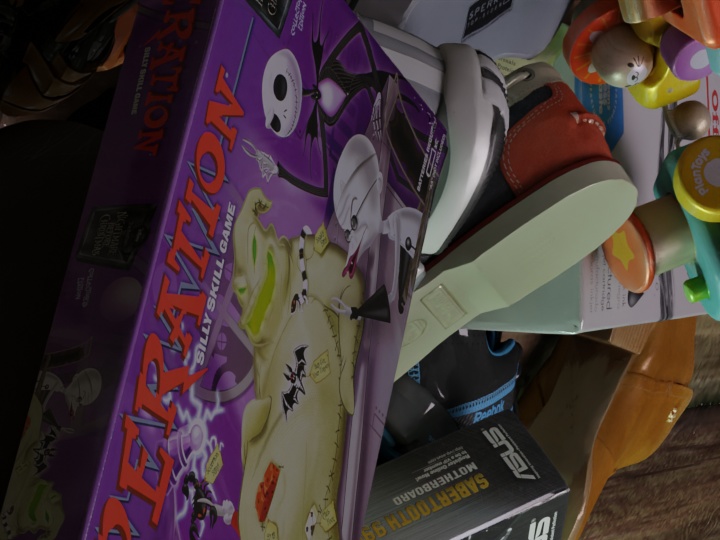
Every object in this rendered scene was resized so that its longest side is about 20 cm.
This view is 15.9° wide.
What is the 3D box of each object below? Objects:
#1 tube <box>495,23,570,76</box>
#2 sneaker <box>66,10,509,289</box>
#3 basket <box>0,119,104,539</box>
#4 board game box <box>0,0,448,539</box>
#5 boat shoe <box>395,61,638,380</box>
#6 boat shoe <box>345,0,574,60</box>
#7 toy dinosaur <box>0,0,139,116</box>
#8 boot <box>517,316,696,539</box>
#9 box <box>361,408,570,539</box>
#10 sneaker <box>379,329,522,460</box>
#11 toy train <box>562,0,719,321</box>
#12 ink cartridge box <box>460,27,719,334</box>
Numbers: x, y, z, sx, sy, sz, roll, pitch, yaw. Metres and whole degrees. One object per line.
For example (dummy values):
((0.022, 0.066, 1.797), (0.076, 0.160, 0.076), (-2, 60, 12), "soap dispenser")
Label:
((0.007, -0.013, 0.958), (0.058, 0.052, 0.201), (3, 114, -61), "tube")
((-0.049, -0.001, 0.781), (0.201, 0.115, 0.075), (-60, -162, 18), "sneaker")
((-0.122, 0.053, 0.604), (0.200, 0.179, 0.137), (-35, 133, -45), "basket")
((-0.031, 0.027, 0.600), (0.120, 0.032, 0.201), (42, 54, -50), "board game box")
((0.000, 0.000, 0.905), (0.199, 0.063, 0.071), (-32, 154, 2), "boat shoe")
((0.023, -0.102, 0.877), (0.199, 0.068, 0.074), (-41, 149, -51), "boat shoe")
((-0.092, -0.088, 0.667), (0.136, 0.102, 0.200), (-56, 179, 25), "toy dinosaur")
((0.110, 0.092, 1.258), (0.144, 0.070, 0.202), (20, 92, -63), "boot")
((-0.001, 0.160, 1.051), (0.158, 0.048, 0.201), (-23, 145, -22), "box")
((0.048, 0.065, 1.104), (0.082, 0.073, 0.200), (-59, 157, -11), "sneaker")
((0.112, -0.049, 0.903), (0.055, 0.150, 0.201), (-19, 114, -6), "toy train")
((0.100, -0.038, 1.057), (0.200, 0.067, 0.117), (-5, 96, -63), "ink cartridge box")
